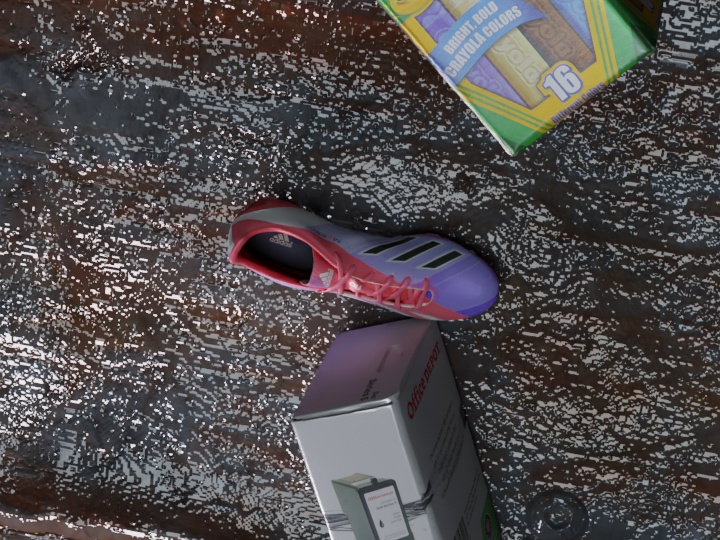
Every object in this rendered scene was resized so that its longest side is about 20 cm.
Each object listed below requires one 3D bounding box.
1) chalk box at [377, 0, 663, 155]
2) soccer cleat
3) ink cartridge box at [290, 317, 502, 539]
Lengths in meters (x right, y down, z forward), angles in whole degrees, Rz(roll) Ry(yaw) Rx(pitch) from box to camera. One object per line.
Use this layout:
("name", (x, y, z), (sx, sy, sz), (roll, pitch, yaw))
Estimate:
("chalk box", (0.089, -0.203, 1.400), (0.124, 0.124, 0.200), (-35, 104, 24))
("soccer cleat", (0.000, 0.000, 1.545), (0.199, 0.077, 0.067), (18, 116, 4))
("ink cartridge box", (0.031, 0.154, 1.570), (0.084, 0.146, 0.201), (-11, 111, 18))
